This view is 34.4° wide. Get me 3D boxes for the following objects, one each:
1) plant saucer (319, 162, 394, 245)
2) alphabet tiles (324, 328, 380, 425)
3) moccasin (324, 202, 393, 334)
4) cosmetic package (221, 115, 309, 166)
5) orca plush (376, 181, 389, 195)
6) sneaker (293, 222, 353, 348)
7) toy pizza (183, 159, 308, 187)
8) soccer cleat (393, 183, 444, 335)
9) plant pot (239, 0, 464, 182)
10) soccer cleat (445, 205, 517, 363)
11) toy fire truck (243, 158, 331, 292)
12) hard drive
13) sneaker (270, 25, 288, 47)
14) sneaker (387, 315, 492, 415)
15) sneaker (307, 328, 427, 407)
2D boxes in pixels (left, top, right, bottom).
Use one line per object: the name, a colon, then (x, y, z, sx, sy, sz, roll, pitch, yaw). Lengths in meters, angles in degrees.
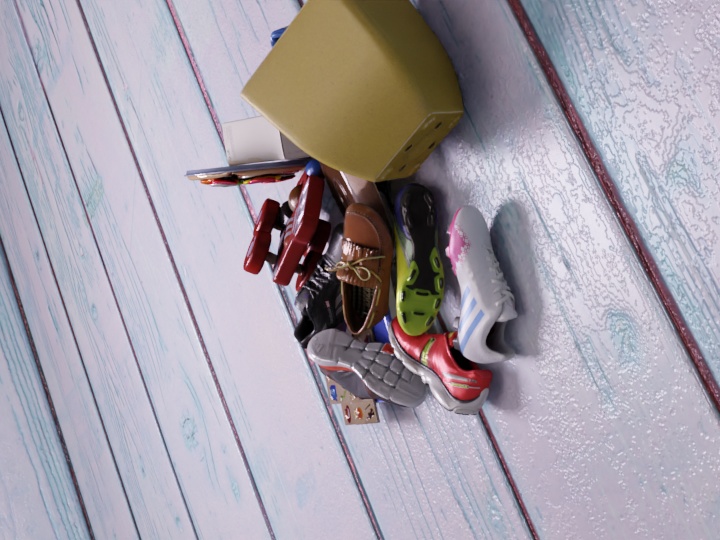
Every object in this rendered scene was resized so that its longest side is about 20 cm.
plant saucer: (-0.012, -0.112, 1.628, 0.202, 0.034, 0.201, 61, 170, 18)
alphabet tiles: (-0.017, 0.131, 1.740, 0.167, 0.007, 0.203, -16, 85, 59)
moccasin: (-0.001, -0.001, 1.569, 0.073, 0.078, 0.203, 24, 135, 20)
cosmetic package: (-0.126, -0.208, 1.801, 0.199, 0.103, 0.074, 5, 106, 60)
orca plush: (0.017, -0.193, 1.595, 0.106, 0.070, 0.201, 61, 146, 29)
sneaker: (-0.048, 0.030, 1.669, 0.076, 0.087, 0.202, 42, 133, 46)
toy pizza: (-0.174, -0.148, 1.804, 0.199, 0.198, 0.032, 3, 100, 59)
soccer cleat: (0.075, -0.015, 1.561, 0.084, 0.064, 0.203, -168, 77, -82)
plant pot: (0.012, -0.221, 1.444, 0.200, 0.195, 0.195, 48, 115, 14)
soccer cleat: (0.159, 0.019, 1.447, 0.086, 0.069, 0.203, 8, 110, 41)
toy fire truck: (-0.089, -0.075, 1.734, 0.201, 0.111, 0.169, -82, 17, -51)
hard drive: (0.019, 0.091, 1.700, 0.132, 0.025, 0.203, -18, 83, 59)
sneaker: (-0.071, -0.289, 1.697, 0.201, 0.084, 0.078, 54, 142, 35)
sneaker: (0.113, 0.109, 1.558, 0.200, 0.076, 0.086, 45, 116, 42)
sneaker: (0.017, 0.148, 1.643, 0.199, 0.077, 0.082, 26, 149, 33)
